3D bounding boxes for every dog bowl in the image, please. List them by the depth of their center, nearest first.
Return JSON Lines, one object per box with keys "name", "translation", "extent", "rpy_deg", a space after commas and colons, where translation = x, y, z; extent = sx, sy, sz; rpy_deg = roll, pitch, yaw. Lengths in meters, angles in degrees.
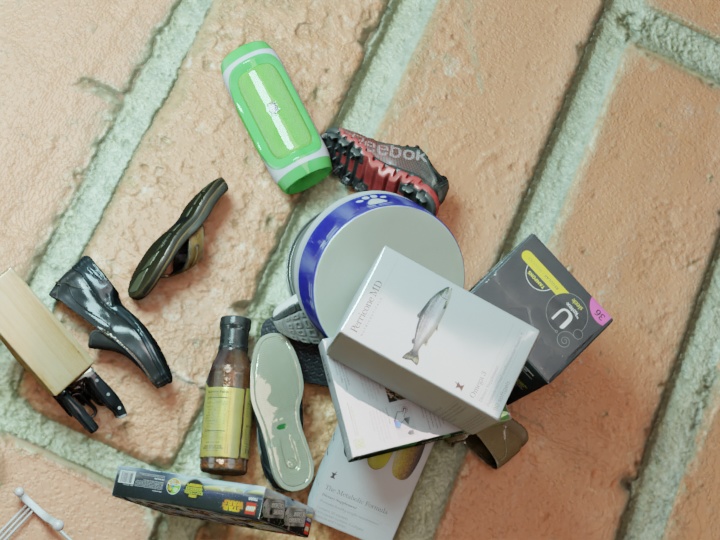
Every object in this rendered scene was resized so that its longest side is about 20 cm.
{"name": "dog bowl", "translation": [0.024, 0.008, 1.487], "extent": [0.199, 0.079, 0.201], "rpy_deg": [-5, 106, -19]}

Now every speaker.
{"name": "speaker", "translation": [-0.115, -0.208, 1.652], "extent": [0.088, 0.088, 0.201], "rpy_deg": [-25, 81, -16]}

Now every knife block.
{"name": "knife block", "translation": [-0.367, 0.108, 1.474], "extent": [0.064, 0.200, 0.175], "rpy_deg": [-43, 56, -18]}

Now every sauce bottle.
{"name": "sauce bottle", "translation": [-0.166, 0.159, 1.552], "extent": [0.066, 0.066, 0.201], "rpy_deg": [7, 72, -8]}

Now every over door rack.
{"name": "over door rack", "translation": [-0.385, 0.375, 1.448], "extent": [0.200, 0.067, 0.148], "rpy_deg": [42, 72, 3]}

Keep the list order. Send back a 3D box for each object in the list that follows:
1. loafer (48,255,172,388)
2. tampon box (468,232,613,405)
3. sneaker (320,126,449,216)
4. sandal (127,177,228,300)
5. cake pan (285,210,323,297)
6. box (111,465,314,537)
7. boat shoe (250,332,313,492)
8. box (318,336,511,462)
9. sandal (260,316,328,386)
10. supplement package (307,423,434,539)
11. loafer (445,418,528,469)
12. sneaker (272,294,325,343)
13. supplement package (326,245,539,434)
{"name": "loafer", "translation": [-0.315, 0.077, 1.548], "extent": [0.072, 0.073, 0.200], "rpy_deg": [-38, 75, -9]}
{"name": "tampon box", "translation": [0.203, 0.069, 1.573], "extent": [0.126, 0.200, 0.150], "rpy_deg": [-42, 86, -18]}
{"name": "sneaker", "translation": [0.038, -0.141, 1.671], "extent": [0.200, 0.071, 0.098], "rpy_deg": [33, 46, 16]}
{"name": "sandal", "translation": [-0.230, -0.036, 1.598], "extent": [0.055, 0.082, 0.200], "rpy_deg": [44, 63, -19]}
{"name": "cake pan", "translation": [0.000, 0.000, 1.640], "extent": [0.199, 0.037, 0.201], "rpy_deg": [3, 74, -10]}
{"name": "box", "translation": [-0.173, 0.273, 1.436], "extent": [0.199, 0.137, 0.040], "rpy_deg": [4, 72, 25]}
{"name": "boat shoe", "translation": [-0.108, 0.182, 1.549], "extent": [0.071, 0.068, 0.201], "rpy_deg": [-6, 80, -18]}
{"name": "box", "translation": [0.063, 0.132, 1.432], "extent": [0.199, 0.036, 0.145], "rpy_deg": [-12, 76, -13]}
{"name": "sandal", "translation": [-0.039, 0.117, 1.590], "extent": [0.199, 0.045, 0.075], "rpy_deg": [23, 107, 3]}
{"name": "supplement package", "translation": [0.021, 0.220, 1.509], "extent": [0.113, 0.110, 0.201], "rpy_deg": [22, 95, -3]}
{"name": "loafer", "translation": [0.126, 0.191, 1.590], "extent": [0.199, 0.076, 0.068], "rpy_deg": [30, 65, -1]}
{"name": "sneaker", "translation": [-0.023, 0.031, 1.570], "extent": [0.199, 0.087, 0.075], "rpy_deg": [-20, 124, -16]}
{"name": "supplement package", "translation": [0.079, 0.081, 1.369], "extent": [0.199, 0.117, 0.117], "rpy_deg": [28, 73, -1]}
